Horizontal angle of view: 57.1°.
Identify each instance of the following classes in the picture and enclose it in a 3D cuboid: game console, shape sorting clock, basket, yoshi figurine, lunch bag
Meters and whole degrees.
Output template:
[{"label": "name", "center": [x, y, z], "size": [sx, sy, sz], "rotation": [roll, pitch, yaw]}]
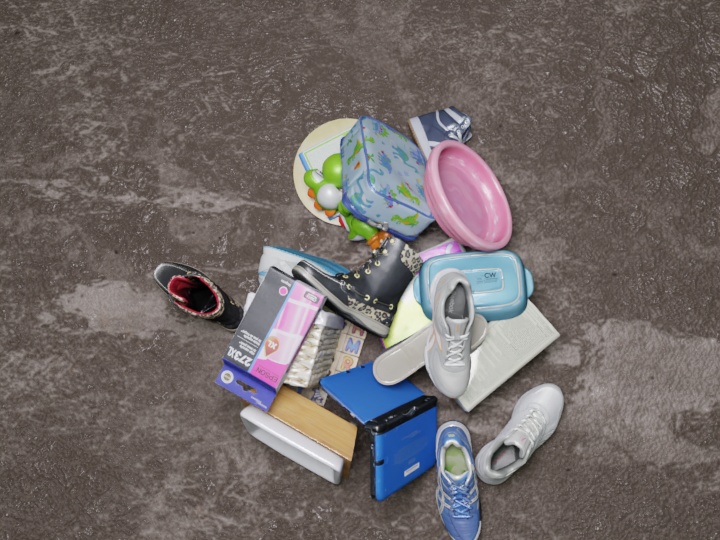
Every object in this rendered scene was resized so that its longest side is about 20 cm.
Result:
[{"label": "game console", "center": [0.032, 0.248, 1.066], "size": [0.118, 0.200, 0.171], "rotation": [2, 94, 33]}, {"label": "shape sorting clock", "center": [-0.025, -0.182, 1.228], "size": [0.199, 0.039, 0.201], "rotation": [0, 88, 7]}, {"label": "basket", "center": [-0.114, 0.117, 1.089], "size": [0.135, 0.200, 0.124], "rotation": [13, 84, 8]}, {"label": "yoshi figurine", "center": [-0.008, -0.130, 1.159], "size": [0.200, 0.112, 0.112], "rotation": [39, 77, 8]}, {"label": "lunch bag", "center": [0.047, -0.152, 1.109], "size": [0.161, 0.082, 0.200], "rotation": [21, 43, -30]}]

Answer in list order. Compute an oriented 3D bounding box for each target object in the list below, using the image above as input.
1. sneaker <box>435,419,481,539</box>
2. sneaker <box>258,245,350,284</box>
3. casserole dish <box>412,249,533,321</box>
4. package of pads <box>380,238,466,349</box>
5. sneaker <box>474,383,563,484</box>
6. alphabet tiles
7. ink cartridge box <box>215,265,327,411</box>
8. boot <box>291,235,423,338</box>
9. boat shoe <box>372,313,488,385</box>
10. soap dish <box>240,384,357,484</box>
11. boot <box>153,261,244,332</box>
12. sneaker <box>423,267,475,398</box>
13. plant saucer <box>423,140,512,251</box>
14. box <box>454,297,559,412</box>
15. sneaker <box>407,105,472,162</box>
[{"label": "sneaker", "center": [0.153, 0.349, 1.071], "size": [0.076, 0.077, 0.201], "rotation": [-10, 88, 10]}, {"label": "sneaker", "center": [-0.092, 0.016, 1.167], "size": [0.200, 0.076, 0.081], "rotation": [18, 98, 28]}, {"label": "casserole dish", "center": [0.186, 0.022, 1.094], "size": [0.199, 0.039, 0.121], "rotation": [-4, 75, 6]}, {"label": "package of pads", "center": [0.113, 0.051, 1.152], "size": [0.200, 0.068, 0.155], "rotation": [-24, 76, 1]}, {"label": "sneaker", "center": [0.267, 0.269, 1.075], "size": [0.078, 0.099, 0.200], "rotation": [37, 84, 11]}, {"label": "alphabet tiles", "center": [-0.081, 0.131, 1.185], "size": [0.166, 0.006, 0.200], "rotation": [17, 80, 9]}, {"label": "ink cartridge box", "center": [-0.136, 0.103, 0.981], "size": [0.095, 0.037, 0.200], "rotation": [28, 95, 7]}, {"label": "boot", "center": [0.000, 0.000, 1.070], "size": [0.203, 0.073, 0.154], "rotation": [37, 79, -28]}, {"label": "boat shoe", "center": [0.111, 0.121, 1.081], "size": [0.200, 0.063, 0.073], "rotation": [-27, 92, 2]}, {"label": "soap dish", "center": [-0.096, 0.263, 1.090], "size": [0.200, 0.157, 0.081], "rotation": [28, 65, 11]}, {"label": "boot", "center": [-0.295, 0.035, 1.152], "size": [0.200, 0.151, 0.073], "rotation": [35, 83, 11]}, {"label": "sneaker", "center": [0.138, 0.098, 1.001], "size": [0.075, 0.092, 0.201], "rotation": [-3, 93, -3]}, {"label": "plant saucer", "center": [0.173, -0.118, 1.101], "size": [0.051, 0.200, 0.201], "rotation": [-31, 73, 39]}, {"label": "box", "center": [0.225, 0.141, 1.117], "size": [0.200, 0.078, 0.095], "rotation": [-37, 77, -3]}, {"label": "sneaker", "center": [0.168, -0.207, 1.201], "size": [0.108, 0.070, 0.200], "rotation": [-21, 74, 2]}]
